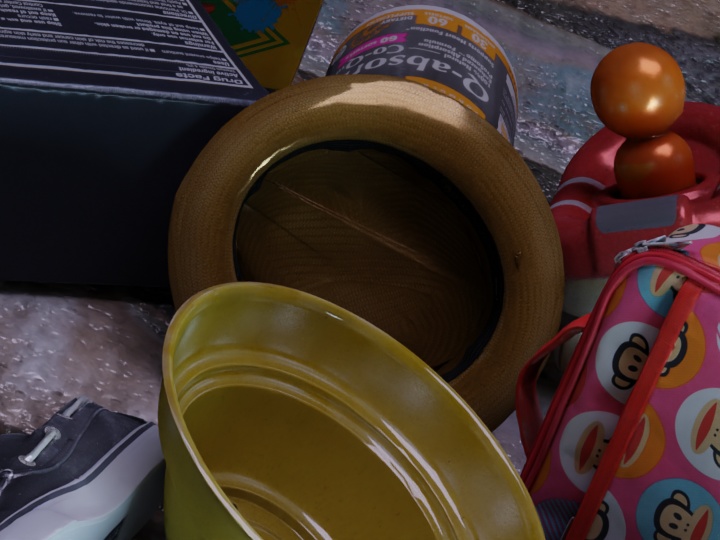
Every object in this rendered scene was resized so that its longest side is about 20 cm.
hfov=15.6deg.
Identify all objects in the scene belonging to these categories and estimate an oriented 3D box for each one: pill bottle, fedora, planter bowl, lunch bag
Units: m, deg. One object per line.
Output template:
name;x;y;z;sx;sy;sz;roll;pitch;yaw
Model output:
pill bottle;0.026;-0.059;1.446;0.116;0.117;0.200;21;27;-5
fedora;0.000;0.000;1.302;0.200;0.201;0.082;19;-3;-8
planter bowl;-0.022;0.106;1.122;0.200;0.084;0.201;30;29;-19
lunch bag;0.151;0.083;1.202;0.176;0.201;0.082;30;27;18

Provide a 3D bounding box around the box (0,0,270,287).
box;-0.181;-0.094;1.339;0.199;0.124;0.199;3;33;-31

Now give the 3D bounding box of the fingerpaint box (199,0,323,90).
fingerpaint box;-0.130;-0.201;1.620;0.166;0.074;0.200;9;31;-23

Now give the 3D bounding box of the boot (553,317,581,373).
boot;0.182;0.021;1.489;0.199;0.070;0.146;4;23;-19

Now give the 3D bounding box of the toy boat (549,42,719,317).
toy boat;0.158;-0.060;1.424;0.130;0.131;0.200;-8;14;14

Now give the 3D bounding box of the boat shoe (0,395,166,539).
boat shoe;-0.140;0.100;1.088;0.068;0.072;0.200;30;26;9
